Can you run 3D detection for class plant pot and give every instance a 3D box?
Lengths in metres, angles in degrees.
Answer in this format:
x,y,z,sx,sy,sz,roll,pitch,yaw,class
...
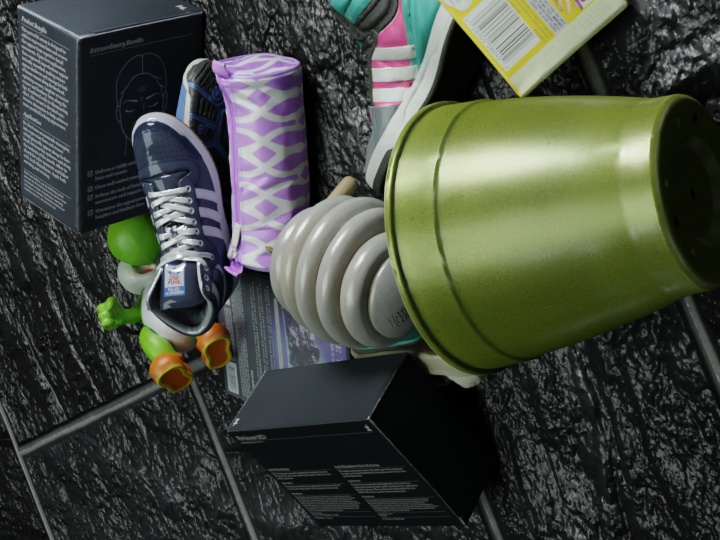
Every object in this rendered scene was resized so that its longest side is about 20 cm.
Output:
x,y,z,sx,sy,sz,roll,pitch,yaw,class
0.152,-0.038,1.025,0.192,0.200,0.203,-11,97,37,plant pot

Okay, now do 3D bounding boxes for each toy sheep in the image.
x,y,z,sx,sy,sz,roll,pitch,yaw,class
0.000,0.000,1.232,0.199,0.137,0.139,19,119,46,toy sheep

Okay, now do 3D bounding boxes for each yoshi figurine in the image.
x,y,z,sx,sy,sz,roll,pitch,yaw,class
-0.208,0.014,1.500,0.112,0.112,0.201,-55,51,35,yoshi figurine

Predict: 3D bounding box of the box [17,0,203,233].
x,y,z,sx,sy,sz,roll,pitch,yaw,class
-0.243,-0.160,1.439,0.107,0.148,0.202,29,125,37,box

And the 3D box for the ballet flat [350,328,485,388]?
x,y,z,sx,sy,sz,roll,pitch,yaw,class
0.073,0.068,1.246,0.199,0.069,0.070,-5,101,52,ballet flat

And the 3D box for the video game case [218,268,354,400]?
x,y,z,sx,sy,sz,roll,pitch,yaw,class
-0.071,0.076,1.439,0.199,0.019,0.144,15,116,44,video game case

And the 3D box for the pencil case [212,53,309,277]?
x,y,z,sx,sy,sz,roll,pitch,yaw,class
-0.090,-0.096,1.340,0.084,0.085,0.202,26,123,55,pencil case

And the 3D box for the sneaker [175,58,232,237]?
x,y,z,sx,sy,sz,roll,pitch,yaw,class
-0.159,-0.105,1.421,0.077,0.075,0.202,20,118,37,sneaker

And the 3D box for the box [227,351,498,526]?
x,y,z,sx,sy,sz,roll,pitch,yaw,class
0.000,0.152,1.297,0.199,0.079,0.141,-11,131,48,box

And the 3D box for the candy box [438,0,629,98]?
x,y,z,sx,sy,sz,roll,pitch,yaw,class
0.089,-0.232,1.052,0.102,0.026,0.200,-40,91,18,candy box

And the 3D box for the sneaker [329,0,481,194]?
x,y,z,sx,sy,sz,roll,pitch,yaw,class
0.021,-0.170,1.169,0.121,0.083,0.201,40,124,25,sneaker

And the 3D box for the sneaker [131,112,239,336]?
x,y,z,sx,sy,sz,roll,pitch,yaw,class
-0.166,-0.036,1.343,0.069,0.109,0.202,-8,119,17,sneaker
